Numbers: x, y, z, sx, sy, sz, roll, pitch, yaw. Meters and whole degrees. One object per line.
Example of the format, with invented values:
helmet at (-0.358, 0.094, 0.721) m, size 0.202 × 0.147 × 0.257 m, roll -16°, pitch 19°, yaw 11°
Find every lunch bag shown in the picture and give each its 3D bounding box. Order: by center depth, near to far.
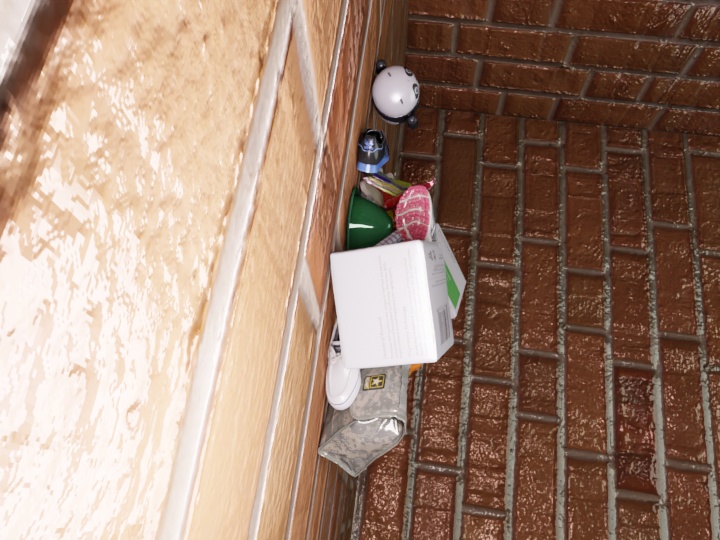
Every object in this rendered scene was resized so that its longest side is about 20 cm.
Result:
lunch bag at (0.019, 0.266, 1.139) m, size 0.200 × 0.116 × 0.166 m, roll -45°, pitch -162°, yaw 30°

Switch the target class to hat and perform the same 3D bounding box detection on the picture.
hat at (0.063, -0.092, 1.262) m, size 0.200 × 0.170 × 0.171 m, roll 66°, pitch 29°, yaw -81°

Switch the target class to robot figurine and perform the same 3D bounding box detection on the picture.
robot figurine at (0.092, -0.443, 1.494) m, size 0.200 × 0.146 × 0.128 m, roll -43°, pitch 152°, yaw -84°

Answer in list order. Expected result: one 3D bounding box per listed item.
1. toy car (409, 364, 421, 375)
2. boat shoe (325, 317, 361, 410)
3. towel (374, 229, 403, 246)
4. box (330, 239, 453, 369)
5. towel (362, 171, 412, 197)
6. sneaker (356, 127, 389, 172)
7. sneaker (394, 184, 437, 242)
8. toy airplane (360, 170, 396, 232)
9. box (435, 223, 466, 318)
toy car at (0.065, 0.156, 1.360) m, size 0.175 × 0.200 × 0.150 m, roll -44°, pitch -179°, yaw -38°
boat shoe at (-0.030, 0.154, 1.109) m, size 0.066 × 0.070 × 0.205 m, roll 57°, pitch 42°, yaw -53°
towel at (0.067, -0.010, 1.291) m, size 0.164 × 0.086 × 0.201 m, roll -36°, pitch 170°, yaw -32°
box at (0.063, 0.056, 1.058) m, size 0.198 × 0.166 × 0.207 m, roll -6°, pitch 88°, yaw -72°
towel at (0.070, -0.201, 1.362) m, size 0.023 × 0.141 × 0.201 m, roll -62°, pitch -171°, yaw 16°
sneaker at (0.033, -0.282, 1.313) m, size 0.201 × 0.068 × 0.080 m, roll -75°, pitch 175°, yaw -63°
sneaker at (0.118, -0.068, 1.179) m, size 0.074 × 0.079 × 0.207 m, roll -23°, pitch 113°, yaw -55°
toy airplane at (0.059, -0.155, 1.499) m, size 0.201 × 0.140 × 0.200 m, roll 49°, pitch 12°, yaw -12°
box at (0.148, 0.025, 1.575) m, size 0.202 × 0.196 × 0.172 m, roll 59°, pitch 31°, yaw -19°
